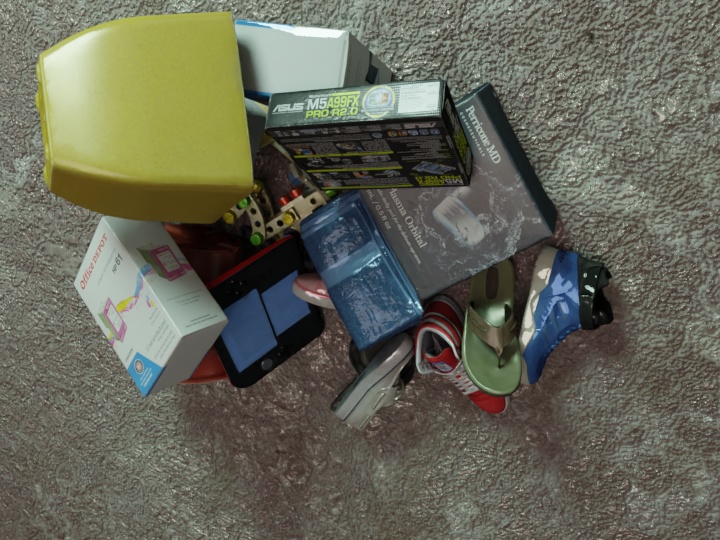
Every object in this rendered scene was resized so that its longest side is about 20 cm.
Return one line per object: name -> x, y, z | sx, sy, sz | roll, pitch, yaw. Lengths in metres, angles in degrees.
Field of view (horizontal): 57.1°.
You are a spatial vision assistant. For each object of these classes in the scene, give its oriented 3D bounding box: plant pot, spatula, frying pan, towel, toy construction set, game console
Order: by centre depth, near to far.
plant pot -> -0.250, -0.161, 0.739 | 0.193, 0.197, 0.200 | -16, 80, 62
towel -> 0.000, 0.000, 0.902 | 0.110, 0.049, 0.203 | -28, 86, 8
toy construction set -> -0.110, -0.105, 0.971 | 0.198, 0.092, 0.132 | -24, 106, 38
game console -> -0.143, 0.067, 0.982 | 0.031, 0.175, 0.202 | 39, 152, 43
plant pot -> -0.268, 0.041, 1.038 | 0.197, 0.201, 0.199 | 14, 106, 15
spatula -> -0.108, -0.021, 1.039 | 0.198, 0.021, 0.057 | 28, 119, 9
frying pan -> 0.026, 0.166, 1.054 | 0.113, 0.031, 0.193 | 22, 119, 12

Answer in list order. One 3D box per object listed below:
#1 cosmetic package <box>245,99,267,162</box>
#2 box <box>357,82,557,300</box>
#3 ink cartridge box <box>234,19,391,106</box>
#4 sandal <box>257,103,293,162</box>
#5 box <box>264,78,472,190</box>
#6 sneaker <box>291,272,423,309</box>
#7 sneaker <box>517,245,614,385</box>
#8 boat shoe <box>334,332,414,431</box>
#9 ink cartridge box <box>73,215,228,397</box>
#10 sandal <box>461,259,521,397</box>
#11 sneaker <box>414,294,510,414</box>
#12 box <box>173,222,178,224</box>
cosmetic package -> -0.217, -0.221, 0.926 | 0.200, 0.070, 0.103 | 47, 125, 34
box -> 0.123, -0.102, 0.867 | 0.198, 0.117, 0.199 | -28, 98, 26
ink cartridge box -> -0.056, -0.239, 0.829 | 0.144, 0.200, 0.088 | 11, 99, 15
sandal -> -0.144, -0.208, 0.953 | 0.210, 0.070, 0.078 | 33, 118, 6
box -> 0.015, -0.144, 0.742 | 0.196, 0.160, 0.045 | 1, 72, 21
sneaker -> 0.003, 0.005, 0.964 | 0.196, 0.075, 0.107 | 11, 106, -2
sneaker -> 0.279, 0.076, 0.897 | 0.109, 0.076, 0.204 | 16, 109, 25
boat shoe -> 0.033, 0.175, 1.003 | 0.065, 0.072, 0.201 | 36, 119, -3
ink cartridge box -> -0.286, 0.040, 0.890 | 0.201, 0.084, 0.145 | 52, 127, 16
sandal -> 0.173, 0.066, 0.884 | 0.078, 0.057, 0.205 | -2, 69, 8
sneaker -> 0.144, 0.143, 0.954 | 0.071, 0.113, 0.202 | -30, 97, 28
box -> -0.284, -0.152, 0.959 | 0.049, 0.200, 0.083 | 24, 107, -36
